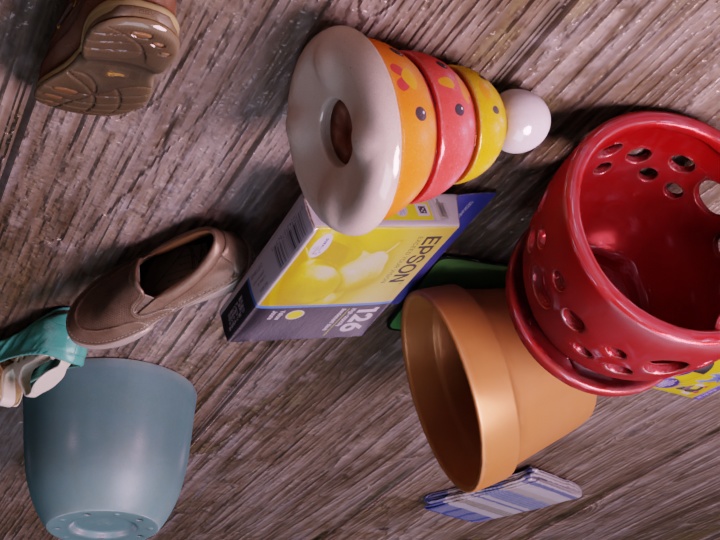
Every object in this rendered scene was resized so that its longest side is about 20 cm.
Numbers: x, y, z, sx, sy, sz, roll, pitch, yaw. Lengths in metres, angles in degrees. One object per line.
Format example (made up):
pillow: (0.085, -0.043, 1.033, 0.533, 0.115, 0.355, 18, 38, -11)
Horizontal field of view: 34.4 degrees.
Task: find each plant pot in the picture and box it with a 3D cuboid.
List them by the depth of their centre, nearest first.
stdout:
plant pot: (0.223, -0.003, 0.961, 0.198, 0.202, 0.183, 6, 156, -16)
plant pot: (0.139, 0.101, 1.139, 0.139, 0.201, 0.201, -14, 153, -14)
plant pot: (-0.287, 0.214, 1.315, 0.198, 0.162, 0.201, -2, 150, -1)

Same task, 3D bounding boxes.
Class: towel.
towel: (0.210, 0.333, 1.714, 0.199, 0.024, 0.146, -23, 147, 33)

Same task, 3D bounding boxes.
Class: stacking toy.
stacking toy: (0.057, -0.110, 0.861, 0.198, 0.147, 0.146, -10, 156, -30)

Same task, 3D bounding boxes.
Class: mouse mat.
mouse mat: (0.141, 0.035, 1.203, 0.198, 0.008, 0.161, 8, 148, -17)

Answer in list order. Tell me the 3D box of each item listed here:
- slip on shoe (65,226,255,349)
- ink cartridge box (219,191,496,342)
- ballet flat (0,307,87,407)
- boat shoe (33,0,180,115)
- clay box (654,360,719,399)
slip on shoe: (-0.192, 0.013, 1.058, 0.198, 0.077, 0.061, -19, 155, 19)
ink cartridge box: (0.000, 0.000, 1.036, 0.198, 0.047, 0.198, 0, 148, -30)
ballet flat: (-0.354, 0.101, 1.202, 0.199, 0.071, 0.067, -25, 145, 33)
boat shoe: (-0.168, -0.156, 0.781, 0.071, 0.068, 0.200, 9, 165, -27)
clay box: (0.336, 0.084, 1.268, 0.199, 0.048, 0.115, 14, 146, -29)
